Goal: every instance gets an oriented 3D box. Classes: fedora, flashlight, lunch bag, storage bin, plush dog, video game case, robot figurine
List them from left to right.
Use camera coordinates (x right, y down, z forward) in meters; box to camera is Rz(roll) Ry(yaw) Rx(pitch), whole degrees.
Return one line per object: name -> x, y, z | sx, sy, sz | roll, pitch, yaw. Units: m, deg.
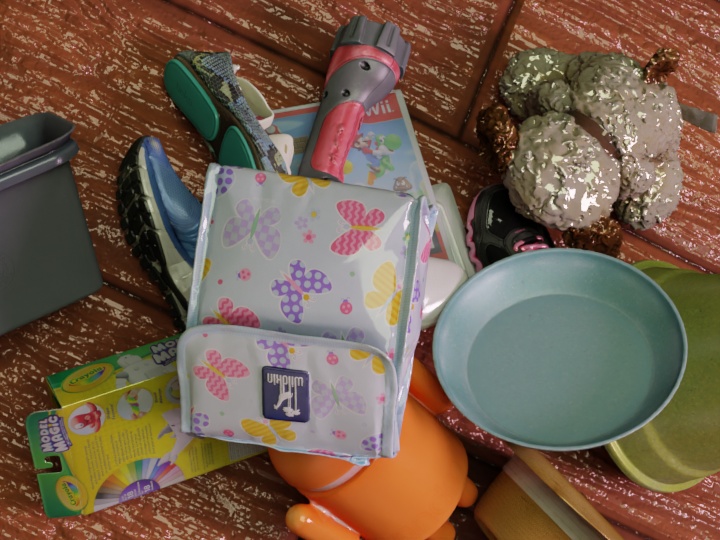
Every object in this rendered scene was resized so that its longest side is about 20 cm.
storage bin -> -0.305, -0.022, 1.378 | 0.199, 0.145, 0.135 | -24, 111, -19
lunch bag -> -0.039, 0.034, 1.289 | 0.169, 0.127, 0.201 | 10, 90, 8
flashlight -> -0.012, -0.115, 1.473 | 0.068, 0.068, 0.201 | 15, 63, 1
video game case -> -0.006, -0.053, 1.494 | 0.142, 0.017, 0.201 | -11, 69, -15
robot figurine -> 0.007, 0.144, 1.400 | 0.144, 0.117, 0.200 | -38, 124, 18
fedora -> 0.152, 0.211, 1.415 | 0.082, 0.201, 0.201 | -44, 91, 0
plush dog -> 0.193, -0.103, 1.496 | 0.200, 0.160, 0.172 | 44, 62, -2

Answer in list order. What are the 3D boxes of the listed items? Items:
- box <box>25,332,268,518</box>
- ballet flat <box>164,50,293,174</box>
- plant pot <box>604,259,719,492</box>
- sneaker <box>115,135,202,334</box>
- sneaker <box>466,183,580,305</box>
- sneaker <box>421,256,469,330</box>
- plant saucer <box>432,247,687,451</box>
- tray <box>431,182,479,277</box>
box -> -0.164, 0.117, 1.384 | 0.199, 0.118, 0.048 | -18, 39, -20
ballet flat -> -0.093, -0.112, 1.454 | 0.074, 0.074, 0.200 | -21, 61, -18
plant pot -> 0.318, 0.079, 1.442 | 0.200, 0.184, 0.202 | 9, 77, -43
sneaker -> -0.133, -0.021, 1.451 | 0.089, 0.078, 0.201 | -28, 93, -26
sneaker -> 0.157, 0.013, 1.498 | 0.079, 0.095, 0.201 | -18, 82, -24
sneaker -> 0.000, 0.000, 1.405 | 0.199, 0.080, 0.071 | 3, 41, -20
plant saucer -> 0.157, 0.069, 1.390 | 0.199, 0.036, 0.201 | -4, 50, 5
tray -> 0.006, -0.003, 1.503 | 0.199, 0.022, 0.108 | -17, 83, -18
